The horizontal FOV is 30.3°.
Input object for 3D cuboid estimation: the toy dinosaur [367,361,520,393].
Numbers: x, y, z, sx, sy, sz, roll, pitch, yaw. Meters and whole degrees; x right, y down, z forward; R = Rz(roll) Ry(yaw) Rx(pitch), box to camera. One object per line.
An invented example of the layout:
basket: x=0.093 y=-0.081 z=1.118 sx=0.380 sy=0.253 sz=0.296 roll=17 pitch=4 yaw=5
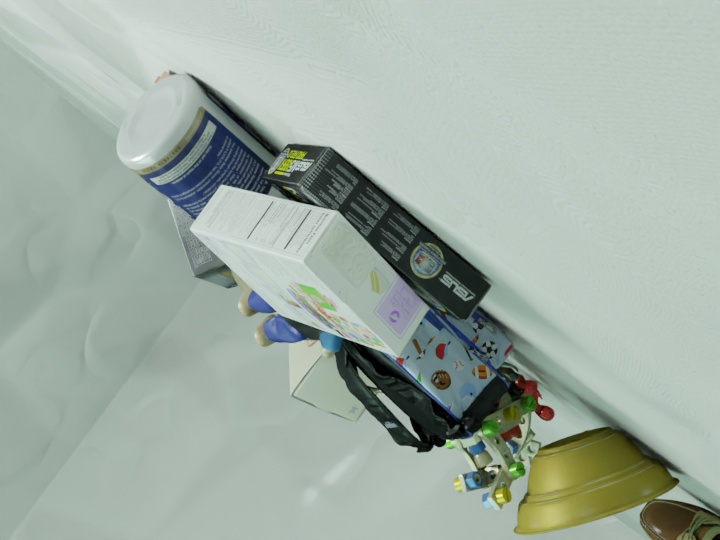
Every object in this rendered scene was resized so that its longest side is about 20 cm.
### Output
toy dinosaur: x=0.092 y=0.105 z=1.592 sx=0.198 sy=0.078 sz=0.102 roll=-6 pitch=180 yaw=11

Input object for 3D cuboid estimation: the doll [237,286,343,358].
doll: x=-0.066 y=0.031 z=1.409 sx=0.199 sy=0.048 sz=0.137 roll=-16 pitch=104 yaw=58

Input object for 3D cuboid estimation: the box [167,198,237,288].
box: x=-0.203 y=-0.084 z=1.717 sx=0.158 sy=0.048 sz=0.202 roll=35 pitch=-145 yaw=-77

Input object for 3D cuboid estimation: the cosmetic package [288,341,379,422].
cosmetic package: x=-0.032 y=0.088 z=1.737 sx=0.103 sy=0.087 sz=0.201 roll=24 pitch=-148 yaw=-22

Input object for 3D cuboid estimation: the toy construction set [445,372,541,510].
toy construction set: x=0.171 y=0.201 z=1.599 sx=0.132 sy=0.092 sz=0.200 roll=66 pitch=-156 yaw=4

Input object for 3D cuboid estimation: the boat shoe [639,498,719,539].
boat shoe: x=0.422 y=0.323 z=1.587 sx=0.199 sy=0.076 sz=0.074 roll=23 pitch=163 yaw=40

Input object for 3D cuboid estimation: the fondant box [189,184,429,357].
fondant box: x=-0.049 y=-0.002 z=1.222 sx=0.144 sy=0.058 sz=0.199 roll=45 pitch=164 yaw=-34

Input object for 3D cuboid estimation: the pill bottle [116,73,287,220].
pill bottle: x=-0.148 y=-0.103 z=1.386 sx=0.200 sy=0.111 sz=0.111 roll=40 pitch=175 yaw=-36

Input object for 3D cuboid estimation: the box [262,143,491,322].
box: x=0.011 y=-0.038 z=1.227 sx=0.200 sy=0.044 sz=0.160 roll=39 pitch=176 yaw=-17

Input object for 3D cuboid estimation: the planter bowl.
planter bowl: x=0.259 y=0.232 z=1.529 sx=0.200 sy=0.199 sz=0.084 roll=107 pitch=145 yaw=-85

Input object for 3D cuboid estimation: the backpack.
backpack: x=0.064 y=0.090 z=1.454 sx=0.190 sy=0.155 sz=0.200 roll=35 pitch=162 yaw=-2

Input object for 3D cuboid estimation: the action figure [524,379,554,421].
action figure: x=0.165 y=0.152 z=1.742 sx=0.199 sy=0.066 sz=0.099 roll=26 pitch=168 yaw=18

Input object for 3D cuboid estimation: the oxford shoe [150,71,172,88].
oxford shoe: x=-0.222 y=-0.173 z=1.496 sx=0.071 sy=0.074 sz=0.200 roll=37 pitch=176 yaw=-3

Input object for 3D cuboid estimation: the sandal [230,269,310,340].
sandal: x=-0.085 y=0.014 z=1.589 sx=0.069 sy=0.078 sz=0.212 roll=4 pitch=-149 yaw=-41
